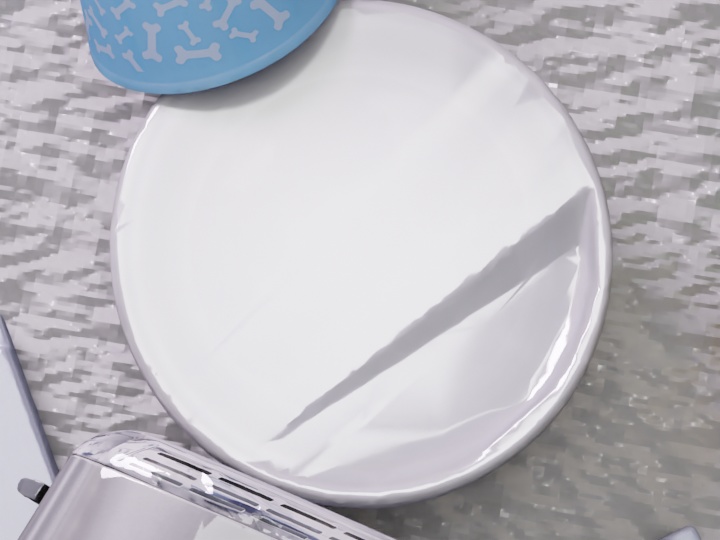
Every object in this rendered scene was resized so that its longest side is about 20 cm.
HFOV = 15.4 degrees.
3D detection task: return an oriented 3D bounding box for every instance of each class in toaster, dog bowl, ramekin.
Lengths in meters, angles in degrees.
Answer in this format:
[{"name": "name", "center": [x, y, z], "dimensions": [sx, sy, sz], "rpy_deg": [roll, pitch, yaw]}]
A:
[{"name": "toaster", "center": [-0.053, 0.147, 1.017], "dimensions": [0.199, 0.114, 0.130], "rpy_deg": [22, 81, 12]}, {"name": "dog bowl", "center": [-0.052, -0.158, 1.087], "dimensions": [0.111, 0.050, 0.200], "rpy_deg": [-1, 46, 26]}, {"name": "ramekin", "center": [0.000, 0.000, 1.085], "dimensions": [0.201, 0.094, 0.203], "rpy_deg": [0, 78, 0]}]

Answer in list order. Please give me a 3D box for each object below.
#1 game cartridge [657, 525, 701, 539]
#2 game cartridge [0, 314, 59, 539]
[{"name": "game cartridge", "center": [0.075, 0.204, 1.075], "dimensions": [0.199, 0.040, 0.134], "rpy_deg": [-25, 76, -5]}, {"name": "game cartridge", "center": [-0.218, 0.113, 1.091], "dimensions": [0.199, 0.041, 0.134], "rpy_deg": [-20, 76, -4]}]
